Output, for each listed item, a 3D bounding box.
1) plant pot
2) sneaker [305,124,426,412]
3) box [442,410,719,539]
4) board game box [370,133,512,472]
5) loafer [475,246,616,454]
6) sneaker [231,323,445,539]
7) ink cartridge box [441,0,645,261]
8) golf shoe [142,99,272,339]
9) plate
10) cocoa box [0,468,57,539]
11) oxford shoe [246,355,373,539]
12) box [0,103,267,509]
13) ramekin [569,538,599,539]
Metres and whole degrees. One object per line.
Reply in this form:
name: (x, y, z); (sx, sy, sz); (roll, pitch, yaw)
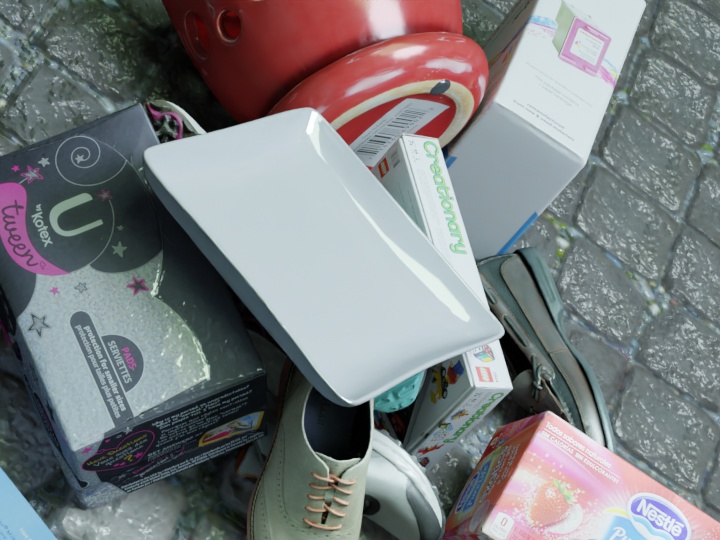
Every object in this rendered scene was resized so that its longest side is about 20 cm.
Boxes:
plant pot: (-0.021, -0.167, 1.746); (0.200, 0.200, 0.183); (-6, 61, -37)
sneaker: (0.000, 0.000, 1.651); (0.091, 0.077, 0.201); (37, 33, -72)
box: (0.166, 0.188, 1.656); (0.200, 0.103, 0.095); (33, 74, -8)
board game box: (0.033, 0.025, 1.690); (0.035, 0.126, 0.201); (4, 56, -32)
loafer: (0.123, 0.073, 1.769); (0.063, 0.072, 0.200); (-8, 54, -16)
sneaker: (-0.032, 0.123, 1.620); (0.200, 0.074, 0.079); (37, 64, -5)
ink cartridge box: (0.123, -0.123, 1.852); (0.085, 0.145, 0.200); (33, 45, -7)
golf shoe: (-0.089, -0.029, 1.692); (0.200, 0.073, 0.092); (57, 25, 1)
plate: (-0.026, -0.007, 1.529); (0.200, 0.032, 0.200); (50, 31, 12)
cocoa box: (-0.241, 0.193, 1.365); (0.200, 0.133, 0.131); (50, 44, 8)
oxford shoe: (-0.029, 0.135, 1.547); (0.071, 0.074, 0.201); (4, 89, -12)
box: (-0.154, 0.021, 1.541); (0.132, 0.115, 0.200); (-22, 68, -11)
ramekin: (0.144, 0.260, 1.545); (0.200, 0.200, 0.105); (33, 1, -9)
